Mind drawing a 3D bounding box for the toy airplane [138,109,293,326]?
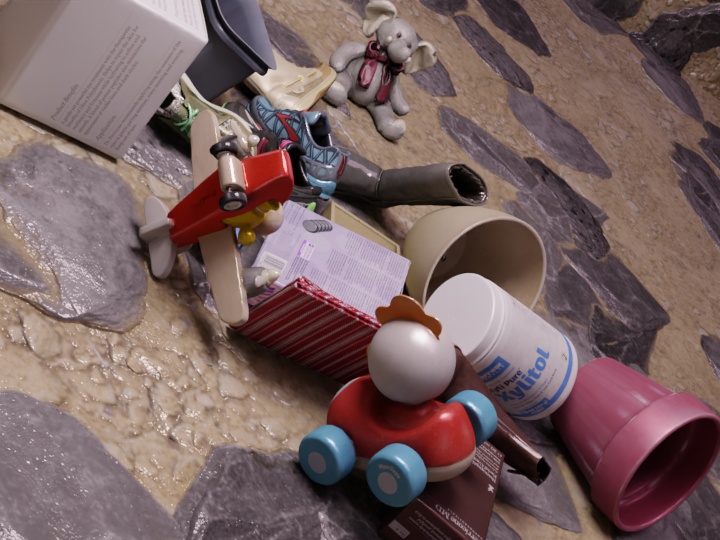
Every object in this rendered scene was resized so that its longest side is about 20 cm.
[{"bbox_3d":[-0.151,-0.061,1.509,0.140,0.202,0.198,9,14,-42],"label":"toy airplane"}]

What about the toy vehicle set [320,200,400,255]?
[{"bbox_3d":[0.000,0.000,1.809,0.124,0.027,0.201,33,29,-21],"label":"toy vehicle set"}]

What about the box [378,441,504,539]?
[{"bbox_3d":[0.096,0.253,1.539,0.100,0.075,0.200,40,29,-8],"label":"box"}]

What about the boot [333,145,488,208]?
[{"bbox_3d":[0.055,-0.128,1.892,0.181,0.073,0.199,16,-4,-41],"label":"boot"}]

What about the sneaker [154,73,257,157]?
[{"bbox_3d":[-0.220,-0.192,1.716,0.199,0.077,0.089,39,16,7],"label":"sneaker"}]

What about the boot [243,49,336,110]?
[{"bbox_3d":[-0.123,-0.303,2.015,0.155,0.073,0.200,44,32,-7],"label":"boot"}]

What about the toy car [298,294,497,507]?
[{"bbox_3d":[0.040,0.115,1.452,0.175,0.202,0.184,11,23,34],"label":"toy car"}]

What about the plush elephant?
[{"bbox_3d":[0.039,-0.341,2.197,0.164,0.155,0.201,32,30,-23],"label":"plush elephant"}]

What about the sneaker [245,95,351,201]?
[{"bbox_3d":[-0.080,-0.189,1.874,0.200,0.096,0.079,48,20,28],"label":"sneaker"}]

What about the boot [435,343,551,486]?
[{"bbox_3d":[0.157,0.174,1.632,0.166,0.072,0.200,36,-12,28],"label":"boot"}]

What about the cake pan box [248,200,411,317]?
[{"bbox_3d":[-0.040,0.011,1.661,0.182,0.053,0.201,24,31,-3],"label":"cake pan box"}]

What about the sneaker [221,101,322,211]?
[{"bbox_3d":[-0.115,-0.154,1.804,0.201,0.084,0.076,52,28,15],"label":"sneaker"}]

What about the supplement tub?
[{"bbox_3d":[0.183,0.103,1.775,0.199,0.132,0.133,32,28,-39],"label":"supplement tub"}]

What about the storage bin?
[{"bbox_3d":[-0.209,-0.317,1.839,0.145,0.134,0.201,39,24,-43],"label":"storage bin"}]

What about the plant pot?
[{"bbox_3d":[0.363,0.222,1.840,0.199,0.201,0.179,12,25,-46],"label":"plant pot"}]

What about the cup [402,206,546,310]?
[{"bbox_3d":[0.135,-0.008,1.861,0.199,0.202,0.143,21,12,-37],"label":"cup"}]

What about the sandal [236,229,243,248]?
[{"bbox_3d":[-0.146,-0.080,1.659,0.079,0.087,0.200,43,29,-5],"label":"sandal"}]

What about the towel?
[{"bbox_3d":[-0.033,0.076,1.535,0.199,0.144,0.023,28,52,-27],"label":"towel"}]

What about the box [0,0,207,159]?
[{"bbox_3d":[-0.310,-0.288,1.598,0.170,0.199,0.201,24,31,-33],"label":"box"}]
